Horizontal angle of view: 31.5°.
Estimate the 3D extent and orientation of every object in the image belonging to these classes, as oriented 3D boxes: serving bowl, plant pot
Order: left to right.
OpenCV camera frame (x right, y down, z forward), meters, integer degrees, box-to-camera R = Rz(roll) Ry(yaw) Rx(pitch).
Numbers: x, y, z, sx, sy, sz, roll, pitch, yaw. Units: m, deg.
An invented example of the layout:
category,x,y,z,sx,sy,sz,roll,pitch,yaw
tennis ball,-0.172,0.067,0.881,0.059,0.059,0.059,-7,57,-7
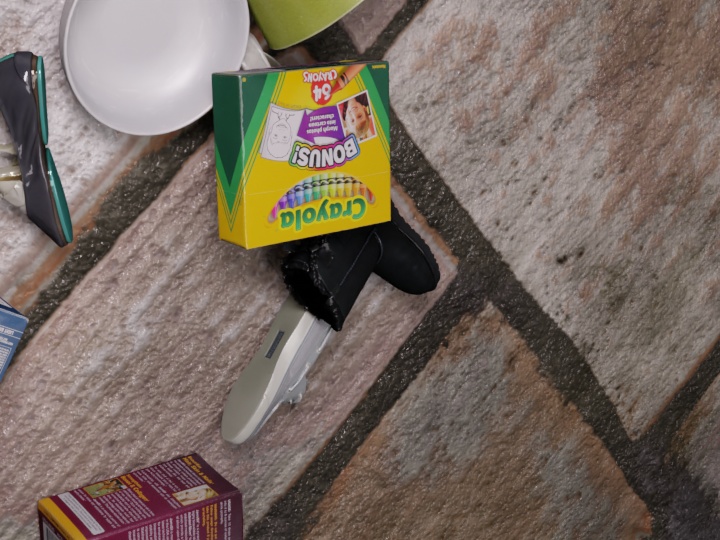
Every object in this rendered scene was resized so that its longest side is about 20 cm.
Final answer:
category,x,y,z,sx,sy,sz,roll,pitch,yaw
serving bowl,-0.210,-0.239,1.260,0.198,0.066,0.202,-19,127,-27
plant pot,-0.076,-0.359,1.275,0.187,0.187,0.201,-45,113,-16

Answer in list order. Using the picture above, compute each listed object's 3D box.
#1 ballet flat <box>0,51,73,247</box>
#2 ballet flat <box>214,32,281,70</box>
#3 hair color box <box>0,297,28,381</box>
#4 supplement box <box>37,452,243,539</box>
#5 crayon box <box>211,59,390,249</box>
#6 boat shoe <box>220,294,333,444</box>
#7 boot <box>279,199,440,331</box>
category,x,y,z,sx,sy,sz,roll,pitch,yaw
ballet flat,-0.325,-0.113,1.232,0.072,0.073,0.202,-22,124,-30
ballet flat,-0.087,-0.178,1.393,0.070,0.069,0.201,-47,127,-14
hair color box,-0.401,0.114,1.225,0.060,0.100,0.202,25,90,-41
supplement box,-0.240,0.283,1.403,0.198,0.110,0.087,-12,114,-34
crayon box,-0.057,-0.126,1.341,0.198,0.058,0.175,-13,107,-38
boat shoe,-0.088,0.121,1.487,0.071,0.070,0.202,36,80,-34
boot,0.001,0.000,1.484,0.199,0.073,0.163,54,52,-30
